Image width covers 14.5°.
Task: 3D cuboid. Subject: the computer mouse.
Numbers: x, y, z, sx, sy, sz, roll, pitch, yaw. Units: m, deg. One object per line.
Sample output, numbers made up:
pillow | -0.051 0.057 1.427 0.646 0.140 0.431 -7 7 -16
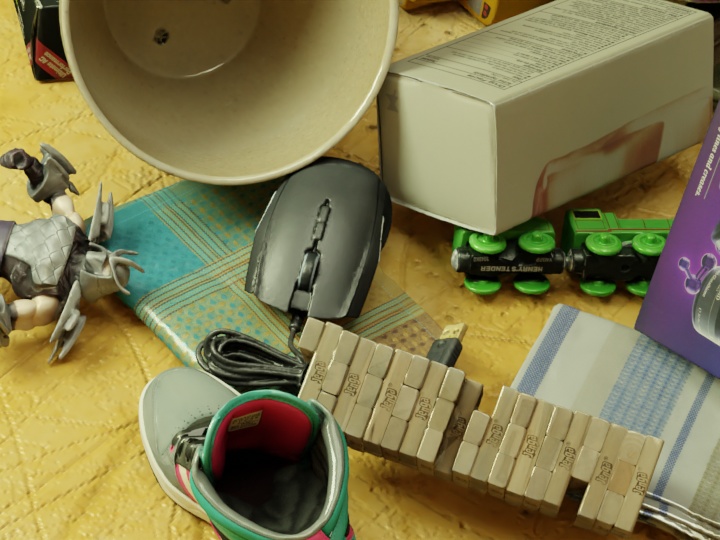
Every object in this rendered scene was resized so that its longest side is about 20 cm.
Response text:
computer mouse | 0.000 0.000 1.621 0.140 0.046 0.200 17 44 8

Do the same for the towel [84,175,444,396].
towel | -0.057 0.014 1.644 0.146 0.022 0.200 -25 54 -31

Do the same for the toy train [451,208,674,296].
toy train | 0.150 -0.012 1.698 0.199 0.042 0.056 0 32 -10

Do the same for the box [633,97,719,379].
box | 0.257 -0.028 1.593 0.141 0.201 0.079 30 21 30

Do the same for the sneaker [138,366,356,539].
sneaker | -0.063 0.095 1.472 0.083 0.121 0.200 -26 52 -18

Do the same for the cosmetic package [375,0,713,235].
cosmetic package | 0.114 -0.100 1.719 0.199 0.088 0.103 -22 31 -38

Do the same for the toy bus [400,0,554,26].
toy bus | 0.116 -0.219 1.899 0.199 0.065 0.078 -20 51 -30

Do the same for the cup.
cup | -0.093 -0.159 1.690 0.199 0.201 0.143 -6 10 -16

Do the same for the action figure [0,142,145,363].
action figure | -0.219 -0.016 1.609 0.199 0.070 0.130 12 46 5

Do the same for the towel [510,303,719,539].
towel | 0.176 0.096 1.594 0.199 0.024 0.147 21 41 10

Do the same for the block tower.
block tower | 0.058 0.086 1.519 0.199 0.054 0.058 20 79 5

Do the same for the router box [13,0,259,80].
router box | -0.128 -0.198 1.832 0.199 0.062 0.150 -5 45 -15

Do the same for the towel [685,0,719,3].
towel | 0.229 -0.196 1.850 0.199 0.023 0.143 -6 18 -44

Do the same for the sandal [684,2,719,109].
sandal | 0.224 -0.151 1.848 0.200 0.058 0.080 13 42 4
